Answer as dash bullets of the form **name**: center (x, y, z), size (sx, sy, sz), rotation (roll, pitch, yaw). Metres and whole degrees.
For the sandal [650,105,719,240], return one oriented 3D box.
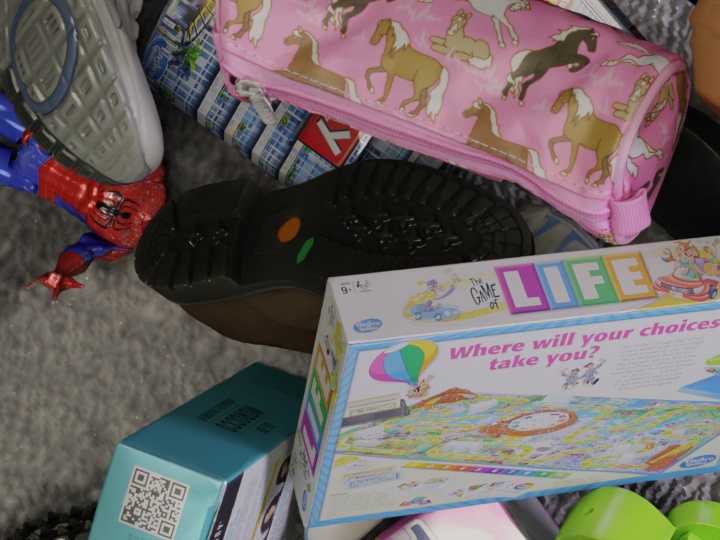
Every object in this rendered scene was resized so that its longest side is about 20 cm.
- **sandal**: center (0.185, 0.012, 0.896), size (0.200, 0.048, 0.075), rotation (42, 144, 12)

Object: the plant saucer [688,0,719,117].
- **plant saucer**: center (0.205, -0.036, 0.819), size (0.200, 0.200, 0.038), rotation (40, 97, 6)

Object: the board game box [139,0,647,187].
- **board game box**: center (0.024, -0.112, 0.928), size (0.200, 0.062, 0.200), rotation (36, 103, 8)

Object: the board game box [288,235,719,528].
- **board game box**: center (0.076, 0.047, 0.861), size (0.199, 0.135, 0.034), rotation (-6, 52, -16)

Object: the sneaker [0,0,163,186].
- **sneaker**: center (-0.128, -0.134, 0.935), size (0.074, 0.087, 0.201), rotation (-31, 77, 41)

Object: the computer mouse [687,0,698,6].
- **computer mouse**: center (0.226, -0.124, 0.876), size (0.199, 0.044, 0.110), rotation (11, 57, 21)

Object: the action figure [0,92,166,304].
- **action figure**: center (-0.170, -0.052, 0.965), size (0.199, 0.099, 0.065), rotation (27, 107, 7)

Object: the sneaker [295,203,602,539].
- **sneaker**: center (0.043, 0.062, 0.938), size (0.072, 0.072, 0.200), rotation (42, 105, 12)

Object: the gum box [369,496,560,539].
- **gum box**: center (0.074, 0.199, 0.948), size (0.113, 0.066, 0.200), rotation (-37, 87, 14)

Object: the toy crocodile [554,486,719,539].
- **toy crocodile**: center (0.175, 0.163, 0.909), size (0.200, 0.068, 0.062), rotation (32, 137, -12)

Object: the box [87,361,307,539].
- **box**: center (-0.064, 0.101, 0.901), size (0.049, 0.200, 0.083), rotation (20, 100, 10)

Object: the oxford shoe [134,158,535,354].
- **oxford shoe**: center (0.000, 0.000, 0.911), size (0.199, 0.084, 0.073), rotation (1, 58, 39)

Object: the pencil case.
- **pencil case**: center (0.038, -0.080, 0.842), size (0.199, 0.083, 0.087), rotation (20, 96, 17)

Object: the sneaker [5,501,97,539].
- **sneaker**: center (-0.175, 0.180, 1.010), size (0.199, 0.066, 0.091), rotation (-25, 93, 19)
